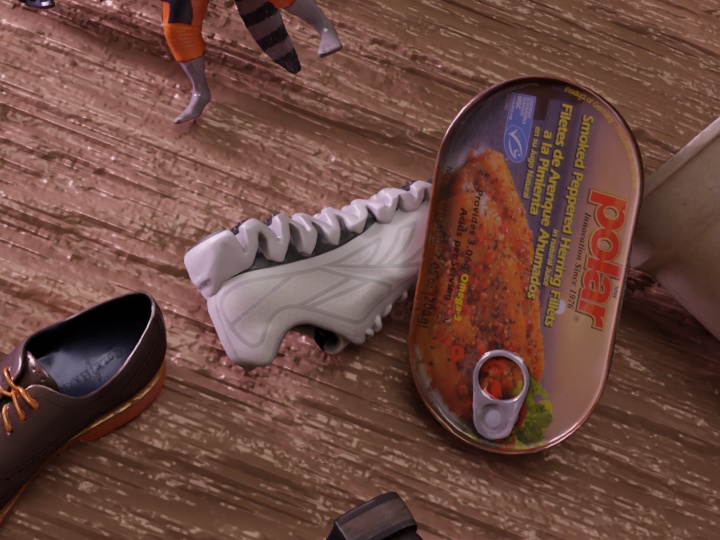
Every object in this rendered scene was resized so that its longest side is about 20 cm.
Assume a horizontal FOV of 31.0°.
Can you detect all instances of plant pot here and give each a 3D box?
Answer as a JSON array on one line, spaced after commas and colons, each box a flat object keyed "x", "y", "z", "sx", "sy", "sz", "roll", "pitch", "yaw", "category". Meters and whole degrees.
[{"x": 0.262, "y": -0.012, "z": 0.751, "sx": 0.200, "sy": 0.201, "sz": 0.184, "roll": -35, "pitch": 83, "yaw": -30, "category": "plant pot"}]

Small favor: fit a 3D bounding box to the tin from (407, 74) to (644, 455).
[{"x": 0.090, "y": -0.002, "z": 0.698, "sx": 0.110, "sy": 0.203, "sz": 0.042, "roll": 14, "pitch": 12, "yaw": 21, "category": "tin"}]

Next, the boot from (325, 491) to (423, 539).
[{"x": 0.009, "y": 0.211, "z": 0.600, "sx": 0.199, "sy": 0.070, "sz": 0.175, "roll": -29, "pitch": 68, "yaw": -30, "category": "boot"}]

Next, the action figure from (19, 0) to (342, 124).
[{"x": -0.116, "y": -0.194, "z": 0.788, "sx": 0.104, "sy": 0.198, "sz": 0.196, "roll": -32, "pitch": 101, "yaw": -52, "category": "action figure"}]

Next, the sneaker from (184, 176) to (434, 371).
[{"x": 0.000, "y": 0.000, "z": 0.739, "sx": 0.198, "sy": 0.075, "sz": 0.082, "roll": -16, "pitch": 83, "yaw": -25, "category": "sneaker"}]

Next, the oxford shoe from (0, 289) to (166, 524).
[{"x": -0.179, "y": 0.072, "z": 0.636, "sx": 0.071, "sy": 0.073, "sz": 0.199, "roll": 42, "pitch": 58, "yaw": 13, "category": "oxford shoe"}]
